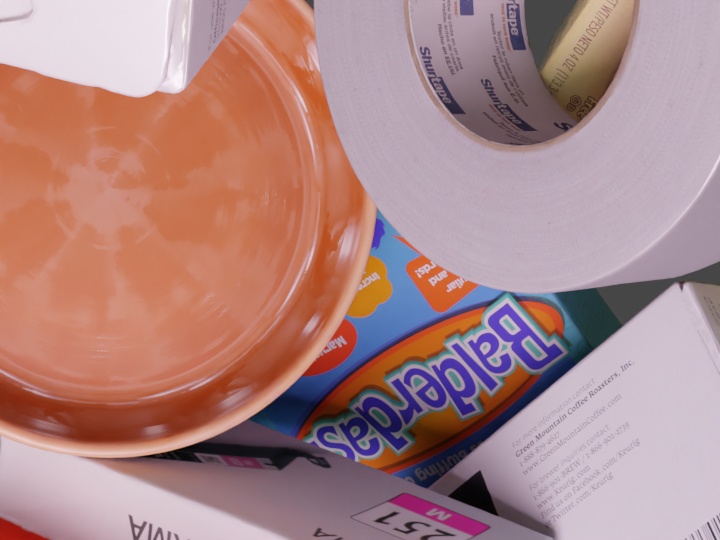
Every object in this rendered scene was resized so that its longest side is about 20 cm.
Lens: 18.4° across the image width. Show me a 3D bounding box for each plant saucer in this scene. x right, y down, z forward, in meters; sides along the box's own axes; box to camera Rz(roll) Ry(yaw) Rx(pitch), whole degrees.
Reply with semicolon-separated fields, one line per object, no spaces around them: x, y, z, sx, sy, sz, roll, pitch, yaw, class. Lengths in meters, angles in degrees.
-0.093;-0.031;0.828;0.198;0.032;0.202;1;83;-7;plant saucer

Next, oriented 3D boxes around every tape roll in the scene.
0.074;-0.094;0.767;0.199;0.066;0.202;6;98;44;tape roll

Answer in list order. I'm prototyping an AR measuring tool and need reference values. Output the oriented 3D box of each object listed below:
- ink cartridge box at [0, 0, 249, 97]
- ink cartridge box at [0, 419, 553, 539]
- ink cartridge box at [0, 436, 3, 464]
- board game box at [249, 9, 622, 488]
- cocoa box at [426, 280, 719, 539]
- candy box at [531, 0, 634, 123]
-0.096;-0.149;0.767;0.143;0.200;0.085;12;121;8;ink cartridge box
-0.057;0.102;0.798;0.199;0.173;0.044;18;106;29;ink cartridge box
-0.213;0.026;0.931;0.198;0.145;0.085;4;119;13;ink cartridge box
0.000;0.000;0.916;0.152;0.045;0.200;-29;108;26;board game box
0.121;0.116;0.866;0.131;0.134;0.200;8;140;-44;cocoa box
0.160;-0.116;0.800;0.115;0.055;0.201;31;121;-3;candy box
